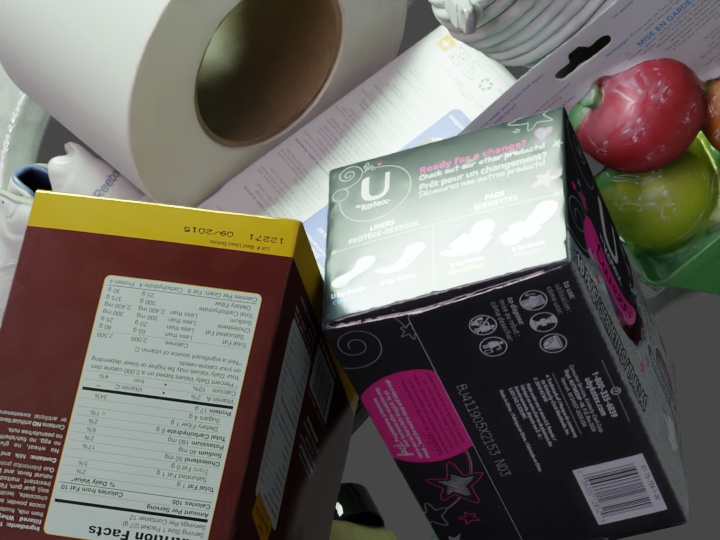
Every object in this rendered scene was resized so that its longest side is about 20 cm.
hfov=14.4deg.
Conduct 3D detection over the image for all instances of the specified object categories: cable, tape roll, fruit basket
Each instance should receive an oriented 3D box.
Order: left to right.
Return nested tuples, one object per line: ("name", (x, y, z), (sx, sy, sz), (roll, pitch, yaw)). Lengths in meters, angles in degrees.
("tape roll", (-0.092, -0.148, 1.610), (0.139, 0.202, 0.203), (39, 101, 35))
("cable", (0.108, -0.199, 1.458), (0.201, 0.069, 0.200), (-56, 15, 4))
("fruit basket", (0.161, -0.079, 1.451), (0.185, 0.200, 0.094), (-40, 41, 19))

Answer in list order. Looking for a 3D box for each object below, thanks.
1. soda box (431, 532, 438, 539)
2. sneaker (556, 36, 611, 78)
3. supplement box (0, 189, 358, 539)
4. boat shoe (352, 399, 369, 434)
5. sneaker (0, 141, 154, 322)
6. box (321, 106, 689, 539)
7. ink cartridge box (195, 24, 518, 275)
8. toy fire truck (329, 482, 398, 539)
("soda box", (0.058, 0.193, 1.477), (0.070, 0.063, 0.200), (-1, 46, 41))
("sneaker", (0.159, -0.155, 1.551), (0.104, 0.060, 0.200), (42, 108, 32))
("supplement box", (-0.095, 0.100, 1.367), (0.132, 0.197, 0.201), (7, 66, 12))
("boat shoe", (-0.048, 0.097, 1.603), (0.074, 0.073, 0.200), (37, 113, -13))
("sneaker", (-0.184, -0.022, 1.686), (0.087, 0.075, 0.200), (46, 140, -11))
("box", (0.075, 0.037, 1.416), (0.131, 0.200, 0.115), (-15, 43, 15))
("ink cartridge box", (0.005, -0.050, 1.588), (0.200, 0.037, 0.095), (-36, 61, -11))
("toy fire truck", (-0.086, 0.202, 1.570), (0.200, 0.175, 0.129), (-55, 46, 26))
